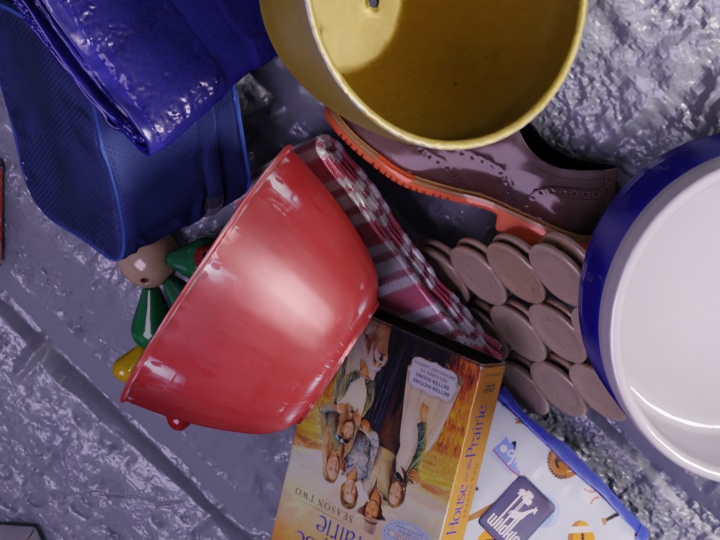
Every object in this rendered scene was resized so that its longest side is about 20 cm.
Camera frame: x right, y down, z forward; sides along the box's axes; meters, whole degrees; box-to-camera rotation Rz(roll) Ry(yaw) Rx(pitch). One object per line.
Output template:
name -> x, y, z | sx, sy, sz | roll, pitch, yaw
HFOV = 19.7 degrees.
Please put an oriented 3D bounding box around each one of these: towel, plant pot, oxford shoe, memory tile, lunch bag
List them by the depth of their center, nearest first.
plant pot -> 0.016, -0.171, 1.250 | 0.142, 0.200, 0.201 | 2, 124, 58
towel -> -0.111, -0.183, 1.301 | 0.148, 0.200, 0.049 | 54, 155, -11
oxford shoe -> 0.073, -0.080, 1.347 | 0.199, 0.071, 0.073 | 25, 112, 6
memory tile -> 0.120, 0.037, 1.357 | 0.154, 0.017, 0.200 | 53, 159, -17
lunch bag -> -0.152, -0.112, 1.400 | 0.136, 0.132, 0.201 | 31, 141, 42
towel -> 0.000, 0.000, 1.438 | 0.200, 0.030, 0.146 | 53, 149, -9
lunch bag -> 0.083, 0.193, 1.478 | 0.170, 0.124, 0.200 | 43, 118, 0

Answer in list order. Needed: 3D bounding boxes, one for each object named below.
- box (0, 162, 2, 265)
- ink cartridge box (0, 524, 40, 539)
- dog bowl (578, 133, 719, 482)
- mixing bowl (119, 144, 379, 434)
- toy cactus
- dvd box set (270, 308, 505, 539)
box -> -0.383, -0.055, 1.601 | 0.199, 0.095, 0.103 | 21, 127, 17
ink cartridge box -> -0.327, 0.322, 1.822 | 0.146, 0.083, 0.201 | 0, 120, 31
dog bowl -> 0.233, 0.021, 1.233 | 0.199, 0.079, 0.201 | -2, 105, -9
mixing bowl -> -0.058, 0.031, 1.344 | 0.108, 0.200, 0.200 | 34, 131, 0
toy cactus -> -0.140, 0.023, 1.521 | 0.165, 0.102, 0.200 | 49, 146, 9
dvd box set -> 0.013, 0.133, 1.406 | 0.146, 0.029, 0.201 | 23, 106, 38
